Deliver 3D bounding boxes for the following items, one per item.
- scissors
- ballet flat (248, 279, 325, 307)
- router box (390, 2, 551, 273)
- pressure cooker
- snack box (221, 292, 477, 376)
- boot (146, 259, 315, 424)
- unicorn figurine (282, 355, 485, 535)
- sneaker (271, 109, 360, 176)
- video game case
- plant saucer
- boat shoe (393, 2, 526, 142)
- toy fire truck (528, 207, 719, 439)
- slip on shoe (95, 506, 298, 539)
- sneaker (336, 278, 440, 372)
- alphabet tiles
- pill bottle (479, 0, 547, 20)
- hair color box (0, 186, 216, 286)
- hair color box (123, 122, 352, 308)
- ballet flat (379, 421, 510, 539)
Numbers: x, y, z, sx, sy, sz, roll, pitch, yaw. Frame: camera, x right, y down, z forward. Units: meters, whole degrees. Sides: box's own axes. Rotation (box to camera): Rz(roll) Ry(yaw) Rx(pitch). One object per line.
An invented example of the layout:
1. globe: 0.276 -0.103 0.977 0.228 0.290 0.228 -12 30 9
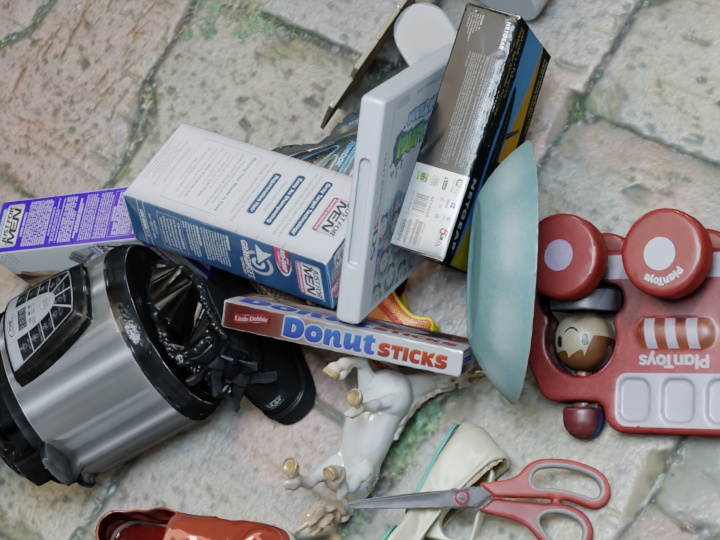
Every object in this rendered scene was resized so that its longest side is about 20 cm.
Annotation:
1. scissors: 0.091 0.169 1.247 0.199 0.014 0.074 11 75 7
2. ballet flat: -0.084 -0.019 1.444 0.046 0.067 0.200 -45 71 13
3. router box: 0.093 -0.102 1.321 0.051 0.149 0.201 18 90 17
4. pressure cooker: -0.241 0.093 1.434 0.199 0.176 0.179 -28 85 14
5. snack box: -0.007 0.051 1.300 0.199 0.072 0.024 11 98 15
6. boot: -0.124 0.038 1.403 0.073 0.162 0.199 -39 49 12
7. unicorn figurine: 0.014 0.123 1.312 0.200 0.137 0.074 -51 59 13
8. sneaker: -0.043 -0.075 1.484 0.199 0.073 0.082 -29 56 15
9. video game case: 0.036 -0.074 1.305 0.024 0.200 0.183 14 114 18
10. plant saucer: 0.105 0.000 1.238 0.038 0.201 0.202 4 60 -2
11. boat shoe: 0.092 -0.138 1.446 0.074 0.086 0.203 -31 80 4
12. toy fire truck: 0.209 0.046 1.253 0.199 0.112 0.169 -2 80 30
13. slip on shoe: -0.140 0.235 1.363 0.199 0.061 0.074 2 62 30
14. sneaker: 0.000 0.000 1.414 0.077 0.073 0.200 -38 67 1
15. alphabet tiles: 0.024 -0.220 1.495 0.006 0.166 0.201 34 81 -1
16. pill bottle: 0.175 -0.337 1.488 0.113 0.113 0.201 25 77 38
17. hair color box: -0.239 -0.025 1.544 0.199 0.109 0.065 -4 62 29
18. hair color box: -0.089 -0.049 1.374 0.199 0.061 0.100 19 53 22
19. ballet flat: 0.050 0.211 1.270 0.069 0.069 0.200 27 77 38
